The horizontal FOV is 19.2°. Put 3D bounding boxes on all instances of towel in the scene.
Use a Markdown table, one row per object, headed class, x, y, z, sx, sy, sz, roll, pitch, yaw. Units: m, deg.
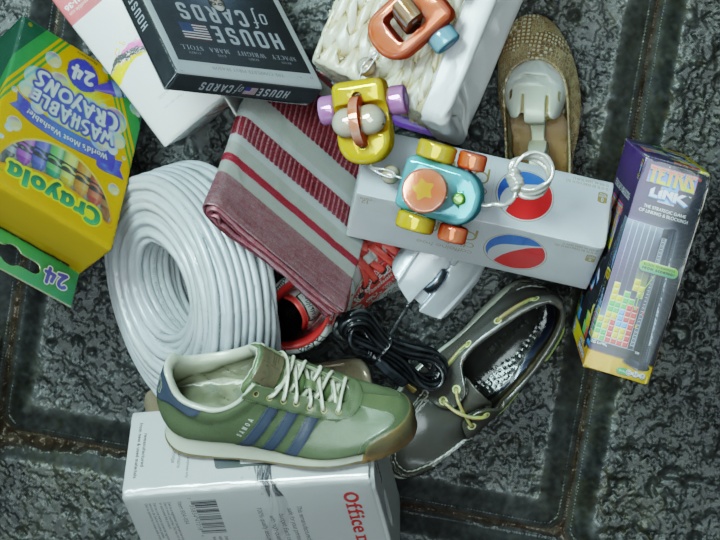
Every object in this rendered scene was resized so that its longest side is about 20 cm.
| class | x | y | z | sx | sy | sz | roll | pitch | yaw |
| --- | --- | --- | --- | --- | --- | --- | --- | --- | --- |
| towel | -0.048 | -0.076 | 1.683 | 0.023 | 0.201 | 0.144 | -28 | 122 | 38 |

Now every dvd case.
| class | x | y | z | sx | sy | sz | roll | pitch | yaw |
| --- | --- | --- | --- | --- | --- | --- | --- | --- | --- |
| dvd case | -0.127 | -0.217 | 1.669 | 0.025 | 0.150 | 0.201 | -48 | 56 | 34 |

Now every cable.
| class | x | y | z | sx | sy | sz | roll | pitch | yaw |
| --- | --- | --- | --- | --- | --- | --- | --- | --- | --- |
| cable | -0.140 | 0.013 | 1.716 | 0.069 | 0.199 | 0.202 | -15 | 115 | -34 |

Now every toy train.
| class | x | y | z | sx | sy | sz | roll | pitch | yaw |
| --- | --- | --- | --- | --- | --- | --- | --- | --- | --- |
| toy train | 0.048 | -0.119 | 1.584 | 0.150 | 0.056 | 0.201 | -35 | 84 | 14 |

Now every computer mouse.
| class | x | y | z | sx | sy | sz | roll | pitch | yaw |
| --- | --- | --- | --- | --- | --- | --- | --- | --- | --- |
| computer mouse | 0.063 | -0.004 | 1.714 | 0.109 | 0.044 | 0.201 | 38 | 69 | -25 |

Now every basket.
| class | x | y | z | sx | sy | sz | roll | pitch | yaw |
| --- | --- | --- | --- | --- | --- | --- | --- | --- | --- |
| basket | 0.057 | -0.218 | 1.685 | 0.123 | 0.136 | 0.201 | 23 | 90 | 10 |

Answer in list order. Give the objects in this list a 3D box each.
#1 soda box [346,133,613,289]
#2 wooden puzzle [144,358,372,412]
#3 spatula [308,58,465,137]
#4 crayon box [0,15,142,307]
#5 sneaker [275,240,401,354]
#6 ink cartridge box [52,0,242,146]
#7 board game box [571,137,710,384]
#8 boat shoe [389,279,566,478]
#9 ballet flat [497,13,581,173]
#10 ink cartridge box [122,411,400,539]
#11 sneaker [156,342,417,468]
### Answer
| class | x | y | z | sx | sy | sz | roll | pitch | yaw |
| --- | --- | --- | --- | --- | --- | --- | --- | --- | --- |
| soda box | 0.093 | -0.048 | 1.666 | 0.198 | 0.068 | 0.064 | 12 | 60 | -1 |
| wooden puzzle | -0.072 | 0.176 | 1.798 | 0.198 | 0.046 | 0.187 | -8 | 95 | 10 |
| spatula | -0.008 | -0.157 | 1.763 | 0.198 | 0.021 | 0.057 | 14 | 92 | 4 |
| crayon box | -0.247 | -0.087 | 1.685 | 0.125 | 0.201 | 0.051 | 30 | 139 | -27 |
| sneaker | 0.000 | 0.001 | 1.737 | 0.201 | 0.108 | 0.067 | -34 | 93 | 8 |
| ink cartridge box | -0.158 | -0.171 | 1.726 | 0.067 | 0.116 | 0.200 | -37 | 92 | 13 |
| board game box | 0.216 | -0.012 | 1.669 | 0.056 | 0.200 | 0.167 | 15 | 97 | 1 |
| boat shoe | 0.090 | 0.091 | 1.742 | 0.072 | 0.061 | 0.201 | 41 | 87 | -15 |
| ballet flat | 0.146 | -0.107 | 1.733 | 0.070 | 0.065 | 0.202 | -5 | 96 | 7 |
| ink cartridge box | -0.074 | 0.180 | 1.698 | 0.198 | 0.084 | 0.146 | -4 | 139 | 8 |
| sneaker | -0.061 | 0.096 | 1.608 | 0.198 | 0.067 | 0.090 | -1 | 136 | 11 |
